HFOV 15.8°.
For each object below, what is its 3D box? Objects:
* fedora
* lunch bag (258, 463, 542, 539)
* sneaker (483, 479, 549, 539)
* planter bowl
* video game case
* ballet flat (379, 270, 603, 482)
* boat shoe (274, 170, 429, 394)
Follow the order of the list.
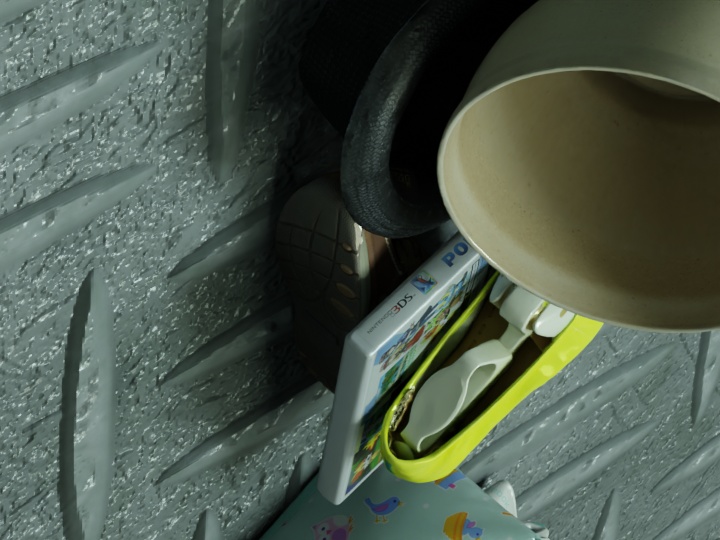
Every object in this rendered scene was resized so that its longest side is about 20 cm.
[{"bbox_3d":[0.035,-0.114,1.389,0.200,0.091,0.201,-41,152,-26],"label":"fedora"},{"bbox_3d":[0.012,0.219,1.640,0.200,0.170,0.122,-43,141,-12],"label":"lunch bag"},{"bbox_3d":[0.108,0.225,1.874,0.089,0.075,0.200,-51,150,-21],"label":"sneaker"},{"bbox_3d":[0.151,-0.082,1.329,0.201,0.199,0.135,83,21,-50],"label":"planter bowl"},{"bbox_3d":[0.049,0.033,1.509,0.182,0.022,0.200,-43,163,-25],"label":"video game case"},{"bbox_3d":[0.080,0.040,1.450,0.200,0.067,0.067,-50,163,7],"label":"ballet flat"},{"bbox_3d":[0.000,0.000,1.493,0.072,0.076,0.200,-38,156,-21],"label":"boat shoe"}]
